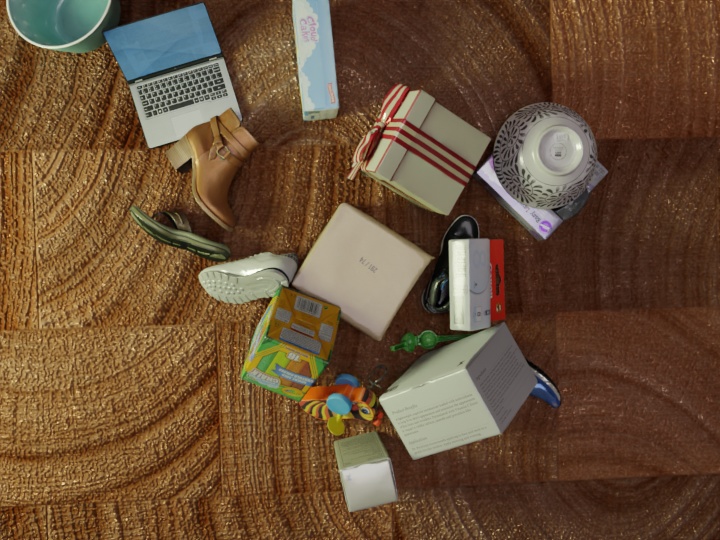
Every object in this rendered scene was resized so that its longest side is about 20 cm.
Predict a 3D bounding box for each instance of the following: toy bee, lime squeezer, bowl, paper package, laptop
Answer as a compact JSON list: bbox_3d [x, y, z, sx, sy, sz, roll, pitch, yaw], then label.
[{"bbox_3d":[-0.014,0.253,1.462,0.131,0.199,0.109,-50,117,-28],"label":"toy bee"},{"bbox_3d":[0.123,0.131,1.506,0.199,0.071,0.038,-4,74,-33],"label":"lime squeezer"},{"bbox_3d":[0.352,-0.215,1.442,0.199,0.094,0.202,0,92,-4],"label":"bowl"},{"bbox_3d":[0.000,0.000,1.472,0.199,0.103,0.191,32,90,-5],"label":"paper package"},{"bbox_3d":[-0.512,-0.473,1.409,0.199,0.105,0.202,-1,83,9],"label":"bowl"},{"bbox_3d":[-0.336,-0.349,1.432,0.186,0.116,0.201,-17,93,-2],"label":"laptop"}]

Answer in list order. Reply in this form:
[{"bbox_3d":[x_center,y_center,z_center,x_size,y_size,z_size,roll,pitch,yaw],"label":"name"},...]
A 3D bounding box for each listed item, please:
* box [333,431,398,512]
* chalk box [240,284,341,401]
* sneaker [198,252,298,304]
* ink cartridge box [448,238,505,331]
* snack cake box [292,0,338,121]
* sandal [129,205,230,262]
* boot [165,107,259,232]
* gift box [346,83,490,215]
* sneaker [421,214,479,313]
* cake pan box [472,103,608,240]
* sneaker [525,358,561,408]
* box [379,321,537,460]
[{"bbox_3d":[0.007,0.361,1.435,0.094,0.200,0.078,-12,93,-3],"label":"box"},{"bbox_3d":[-0.134,0.146,1.433,0.124,0.200,0.124,22,48,-10],"label":"chalk box"},{"bbox_3d":[-0.208,0.007,1.464,0.199,0.081,0.077,-2,133,24],"label":"sneaker"},{"bbox_3d":[0.232,0.022,1.450,0.047,0.199,0.161,-1,92,39],"label":"ink cartridge box"},{"bbox_3d":[-0.083,-0.385,1.447,0.067,0.115,0.201,-6,92,-3],"label":"snack cake box"},{"bbox_3d":[-0.333,-0.075,1.469,0.200,0.080,0.058,22,73,-10],"label":"sandal"},{"bbox_3d":[-0.248,-0.188,1.461,0.154,0.074,0.201,-35,93,0],"label":"boot"},{"bbox_3d":[0.090,-0.214,1.435,0.186,0.200,0.185,29,86,-19],"label":"gift box"},{"bbox_3d":[0.181,-0.008,1.478,0.073,0.112,0.201,22,90,-5],"label":"sneaker"},{"bbox_3d":[0.346,-0.184,1.514,0.200,0.052,0.184,45,91,-4],"label":"cake pan box"},{"bbox_3d":[0.294,0.210,1.518,0.199,0.079,0.089,31,97,4],"label":"sneaker"},{"bbox_3d":[0.176,0.214,1.406,0.198,0.200,0.131,-27,95,37],"label":"box"}]
